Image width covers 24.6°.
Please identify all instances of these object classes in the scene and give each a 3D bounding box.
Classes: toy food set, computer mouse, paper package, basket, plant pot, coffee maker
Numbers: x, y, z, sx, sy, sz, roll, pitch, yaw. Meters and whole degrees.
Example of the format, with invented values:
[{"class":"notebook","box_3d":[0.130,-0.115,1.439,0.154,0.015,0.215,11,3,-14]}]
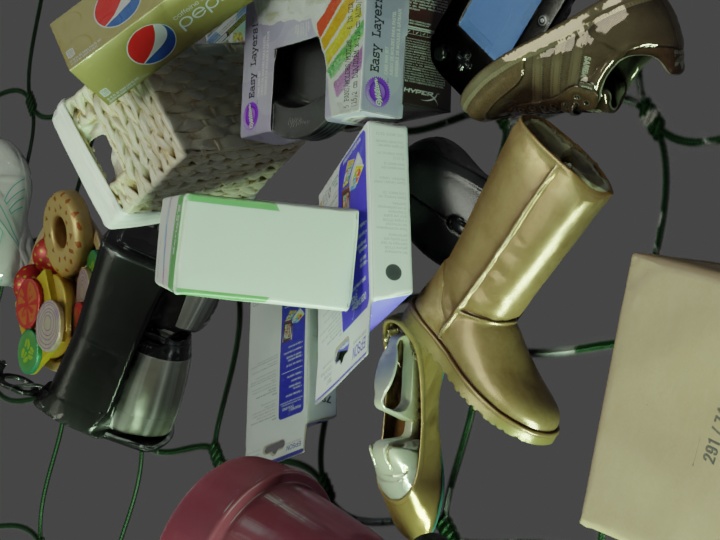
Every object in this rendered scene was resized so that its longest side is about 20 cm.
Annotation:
[{"class":"toy food set","box_3d":[-0.349,0.022,1.921,0.200,0.049,0.198,-42,54,40]},{"class":"computer mouse","box_3d":[0.079,-0.054,1.382,0.200,0.053,0.139,37,115,48]},{"class":"paper package","box_3d":[0.256,0.103,1.095,0.191,0.103,0.200,18,100,51]},{"class":"basket","box_3d":[-0.166,-0.134,1.574,0.123,0.200,0.136,-36,77,36]},{"class":"plant pot","box_3d":[-0.051,0.276,1.409,0.179,0.200,0.200,14,97,36]},{"class":"coffee maker","box_3d":[-0.248,0.059,1.673,0.200,0.192,0.135,-69,24,16]}]

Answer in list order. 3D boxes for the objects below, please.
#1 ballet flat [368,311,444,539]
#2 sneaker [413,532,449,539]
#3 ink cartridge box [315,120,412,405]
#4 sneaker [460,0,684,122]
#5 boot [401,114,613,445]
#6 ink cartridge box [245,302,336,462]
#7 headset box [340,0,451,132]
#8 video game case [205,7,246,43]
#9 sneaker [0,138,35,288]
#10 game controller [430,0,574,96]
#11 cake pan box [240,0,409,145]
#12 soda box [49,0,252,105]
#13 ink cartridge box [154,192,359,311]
[{"class":"ballet flat","box_3d":[0.034,0.131,1.405,0.069,0.063,0.200,-1,85,50]},{"class":"sneaker","box_3d":[0.119,0.275,1.282,0.116,0.076,0.200,-43,64,34]},{"class":"ink cartridge box","box_3d":[0.000,0.000,1.411,0.198,0.043,0.200,131,142,-69]},{"class":"sneaker","box_3d":[0.160,-0.146,1.271,0.200,0.070,0.076,-29,80,42]},{"class":"boot","box_3d":[0.132,0.010,1.276,0.175,0.066,0.200,44,118,22]},{"class":"ink cartridge box","box_3d":[-0.064,0.088,1.534,0.099,0.039,0.200,-25,56,47]},{"class":"headset box","box_3d":[0.010,-0.234,1.475,0.149,0.075,0.200,-4,82,52]},{"class":"video game case","box_3d":[-0.093,-0.269,1.657,0.200,0.022,0.182,-35,59,43]},{"class":"sneaker","box_3d":[-0.451,-0.075,2.041,0.070,0.080,0.200,-34,58,46]},{"class":"game controller","box_3d":[0.129,-0.228,1.351,0.200,0.042,0.104,-60,44,28]},{"class":"cake pan box","box_3d":[-0.032,-0.210,1.425,0.184,0.052,0.200,-4,81,55]},{"class":"soda box","box_3d":[-0.168,-0.236,1.441,0.200,0.064,0.068,-35,53,9]},{"class":"ink cartridge box","box_3d":[-0.093,-0.017,1.401,0.200,0.145,0.088,180,96,-79]}]
